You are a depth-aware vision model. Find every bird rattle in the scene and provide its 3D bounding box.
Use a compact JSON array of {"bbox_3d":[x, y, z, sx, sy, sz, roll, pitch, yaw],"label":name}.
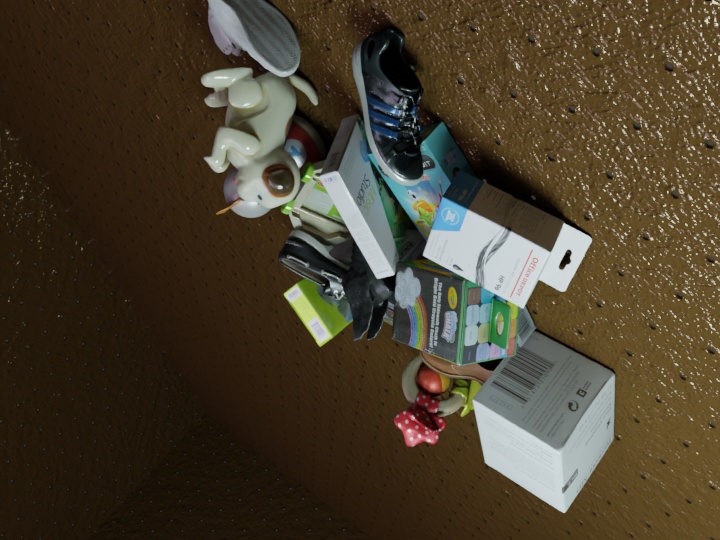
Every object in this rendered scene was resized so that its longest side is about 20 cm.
[{"bbox_3d":[0.143,0.231,1.614,0.165,0.197,0.114,59,167,31],"label":"bird rattle"}]

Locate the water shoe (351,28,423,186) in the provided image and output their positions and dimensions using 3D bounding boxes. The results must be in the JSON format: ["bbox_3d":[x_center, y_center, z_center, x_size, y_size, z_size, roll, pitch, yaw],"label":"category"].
[{"bbox_3d":[0.046,-0.210,1.119,0.078,0.071,0.204,-10,103,52],"label":"water shoe"}]

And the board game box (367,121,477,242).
[{"bbox_3d":[0.115,-0.111,1.255,0.201,0.047,0.150,54,156,-19],"label":"board game box"}]

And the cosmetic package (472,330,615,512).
[{"bbox_3d":[0.297,0.240,1.377,0.163,0.165,0.202,28,153,34],"label":"cosmetic package"}]

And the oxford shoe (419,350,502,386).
[{"bbox_3d":[0.192,0.155,1.549,0.197,0.072,0.072,15,142,32],"label":"oxford shoe"}]

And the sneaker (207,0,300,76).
[{"bbox_3d":[-0.163,-0.353,1.306,0.201,0.073,0.116,52,160,11],"label":"sneaker"}]

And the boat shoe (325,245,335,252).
[{"bbox_3d":[-0.026,-0.034,1.617,0.199,0.071,0.071,34,179,14],"label":"boat shoe"}]

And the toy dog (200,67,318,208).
[{"bbox_3d":[-0.154,-0.197,1.338,0.139,0.190,0.205,155,105,-72],"label":"toy dog"}]

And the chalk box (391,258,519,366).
[{"bbox_3d":[0.155,0.060,1.262,0.198,0.122,0.128,17,107,50],"label":"chalk box"}]

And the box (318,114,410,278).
[{"bbox_3d":[0.012,-0.110,1.292,0.036,0.146,0.202,-11,129,26],"label":"box"}]

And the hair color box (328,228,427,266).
[{"bbox_3d":[0.037,-0.022,1.467,0.198,0.099,0.061,12,142,53],"label":"hair color box"}]

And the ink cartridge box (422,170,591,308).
[{"bbox_3d":[0.194,-0.032,1.150,0.197,0.068,0.117,27,139,11],"label":"ink cartridge box"}]

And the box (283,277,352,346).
[{"bbox_3d":[-0.052,0.048,1.651,0.047,0.200,0.123,-34,92,35],"label":"box"}]

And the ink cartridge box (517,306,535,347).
[{"bbox_3d":[0.183,0.053,1.407,0.198,0.050,0.110,12,141,52],"label":"ink cartridge box"}]

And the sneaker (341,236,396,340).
[{"bbox_3d":[0.002,0.000,1.373,0.104,0.059,0.203,-39,61,40],"label":"sneaker"}]

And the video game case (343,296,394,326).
[{"bbox_3d":[0.063,0.072,1.587,0.198,0.026,0.179,31,166,-30],"label":"video game case"}]

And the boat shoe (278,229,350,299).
[{"bbox_3d":[-0.048,0.013,1.437,0.199,0.061,0.074,37,155,-13],"label":"boat shoe"}]

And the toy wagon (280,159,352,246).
[{"bbox_3d":[-0.031,-0.126,1.401,0.153,0.040,0.201,21,125,-23],"label":"toy wagon"}]

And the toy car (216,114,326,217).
[{"bbox_3d":[-0.162,-0.157,1.454,0.185,0.200,0.176,49,157,-12],"label":"toy car"}]
